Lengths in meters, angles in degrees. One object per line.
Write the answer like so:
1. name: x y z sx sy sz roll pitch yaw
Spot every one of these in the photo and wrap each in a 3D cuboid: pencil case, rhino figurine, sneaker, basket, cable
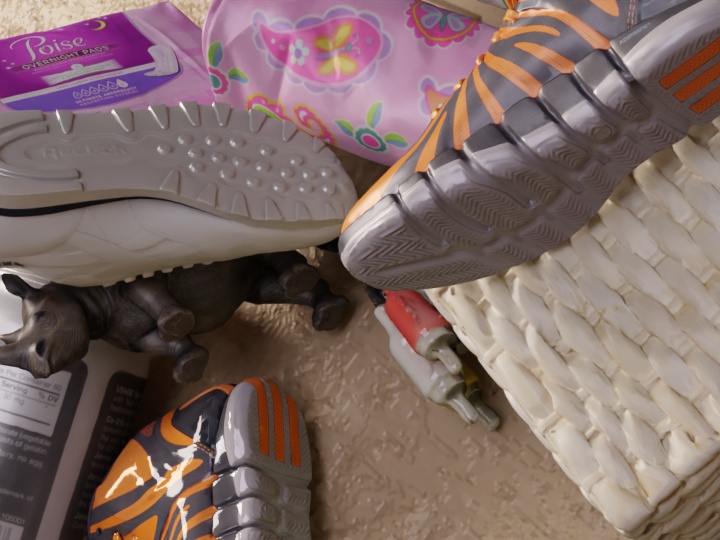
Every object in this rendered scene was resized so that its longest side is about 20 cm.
1. pencil case: 0.017 -0.093 0.961 0.200 0.087 0.088 20 87 22
2. rhino figurine: -0.110 0.016 0.991 0.087 0.200 0.060 43 139 41
3. sneaker: -0.081 0.161 0.990 0.112 0.078 0.200 -21 55 31
4. sneaker: 0.066 -0.079 0.776 0.200 0.078 0.112 -33 55 18
5. basket: 0.155 0.005 0.832 0.198 0.161 0.200 -44 58 13
6. sneaker: -0.101 -0.031 0.943 0.077 0.199 0.081 -100 19 -45
7. cable: 0.000 0.000 0.975 0.050 0.097 0.200 -43 56 -10

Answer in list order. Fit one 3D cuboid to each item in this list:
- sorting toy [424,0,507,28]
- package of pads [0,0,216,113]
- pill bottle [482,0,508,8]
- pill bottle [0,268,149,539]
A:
1. sorting toy: 0.033 -0.156 1.041 0.200 0.036 0.185 28 92 31
2. package of pads: -0.161 -0.075 1.032 0.120 0.200 0.076 43 138 36
3. pill bottle: 0.023 -0.206 0.954 0.200 0.113 0.113 22 88 24
4. pill bottle: -0.182 0.079 1.057 0.113 0.113 0.200 14 83 35
